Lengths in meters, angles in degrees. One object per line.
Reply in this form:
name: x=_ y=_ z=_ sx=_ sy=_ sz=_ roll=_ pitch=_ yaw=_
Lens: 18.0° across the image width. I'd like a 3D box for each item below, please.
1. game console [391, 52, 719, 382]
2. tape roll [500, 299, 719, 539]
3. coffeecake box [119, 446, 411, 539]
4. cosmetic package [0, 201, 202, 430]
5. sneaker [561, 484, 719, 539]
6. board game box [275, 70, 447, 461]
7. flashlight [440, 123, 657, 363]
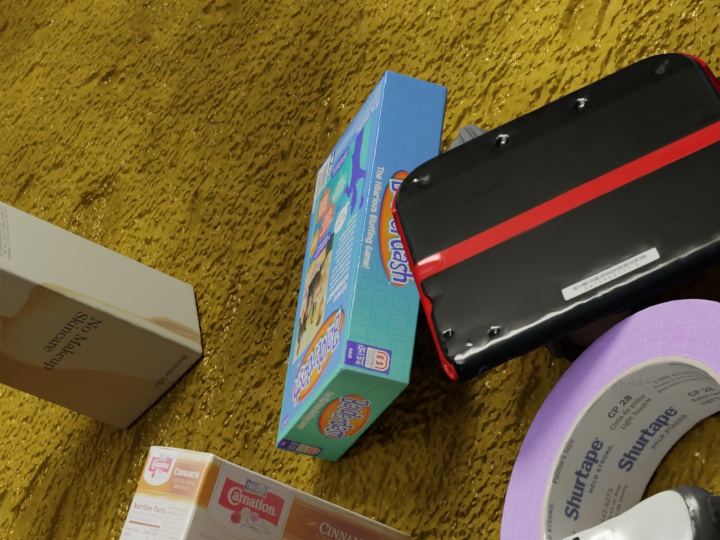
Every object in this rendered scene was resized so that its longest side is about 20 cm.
game console: x=0.120 y=-0.033 z=1.232 sx=0.200 sy=0.031 sz=0.177 roll=-26 pitch=40 yaw=6
tape roll: x=0.160 y=0.118 z=1.126 sx=0.200 sy=0.066 sz=0.200 roll=-33 pitch=45 yaw=40
coffeecake box: x=-0.075 y=0.221 z=1.308 sx=0.073 sy=0.153 sz=0.200 roll=1 pitch=69 yaw=55
cosmetic package: x=-0.221 y=0.030 z=1.602 sx=0.105 sy=0.200 sz=0.071 roll=-45 pitch=38 yaw=30
sneaker: x=0.091 y=0.163 z=1.063 sx=0.200 sy=0.080 sz=0.074 roll=-42 pitch=37 yaw=29
board game box: x=0.000 y=0.000 z=1.404 sx=0.152 sy=0.045 sz=0.200 roll=129 pitch=153 yaw=-62
flashlight: x=0.100 y=-0.020 z=1.301 sx=0.068 sy=0.068 sz=0.200 roll=-55 pitch=34 yaw=17
